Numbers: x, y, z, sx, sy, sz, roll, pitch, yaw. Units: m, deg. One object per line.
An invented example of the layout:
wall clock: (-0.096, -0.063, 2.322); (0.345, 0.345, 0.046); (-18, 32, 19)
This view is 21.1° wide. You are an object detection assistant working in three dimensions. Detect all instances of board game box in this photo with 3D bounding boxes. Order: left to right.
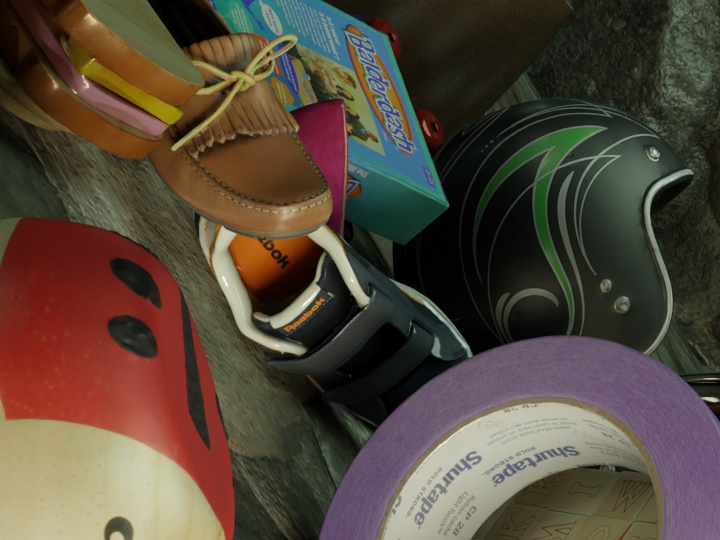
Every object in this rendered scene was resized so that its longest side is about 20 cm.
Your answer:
board game box: (-0.047, -0.112, 1.141); (0.200, 0.045, 0.152); (23, 37, -40)

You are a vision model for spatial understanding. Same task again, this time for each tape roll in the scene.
tape roll: (0.079, 0.130, 0.838); (0.066, 0.200, 0.200); (47, 17, -44)

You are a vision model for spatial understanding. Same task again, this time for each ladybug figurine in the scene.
ladybug figurine: (-0.087, 0.051, 0.637); (0.200, 0.072, 0.136); (-106, 173, -52)

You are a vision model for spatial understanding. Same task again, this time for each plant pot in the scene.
plant pot: (0.060, -0.192, 1.527); (0.187, 0.200, 0.187); (54, 13, -18)

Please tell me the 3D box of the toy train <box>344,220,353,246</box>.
toy train: (-0.050, -0.083, 1.197); (0.034, 0.046, 0.200); (39, 23, -57)

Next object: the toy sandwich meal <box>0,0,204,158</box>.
toy sandwich meal: (-0.153, -0.145, 0.887); (0.205, 0.070, 0.205); (55, 13, -19)

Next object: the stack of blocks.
stack of blocks: (0.113, 0.155, 0.962); (0.200, 0.059, 0.115); (-1, -47, 53)

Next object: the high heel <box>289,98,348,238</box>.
high heel: (0.000, 0.000, 1.078); (0.200, 0.096, 0.067); (51, 14, -30)

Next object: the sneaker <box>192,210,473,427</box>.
sneaker: (-0.012, 0.028, 1.014); (0.200, 0.078, 0.079); (42, 12, -18)

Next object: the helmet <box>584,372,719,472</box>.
helmet: (0.187, 0.163, 1.211); (0.200, 0.191, 0.200); (172, -90, -74)

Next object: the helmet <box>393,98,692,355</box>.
helmet: (0.122, -0.018, 1.284); (0.200, 0.200, 0.191); (27, 60, -68)

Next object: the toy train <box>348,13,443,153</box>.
toy train: (0.003, -0.072, 1.335); (0.200, 0.085, 0.116); (65, 28, -3)

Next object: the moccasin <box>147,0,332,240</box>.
moccasin: (-0.074, -0.092, 0.962); (0.201, 0.074, 0.078); (59, -33, 38)
